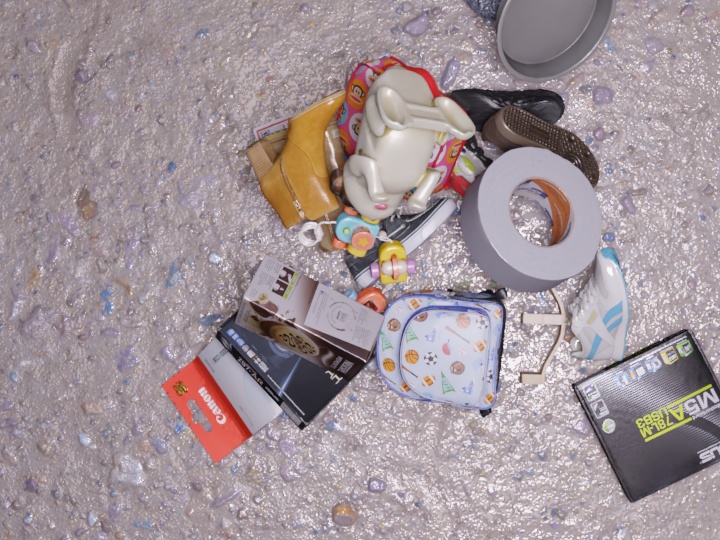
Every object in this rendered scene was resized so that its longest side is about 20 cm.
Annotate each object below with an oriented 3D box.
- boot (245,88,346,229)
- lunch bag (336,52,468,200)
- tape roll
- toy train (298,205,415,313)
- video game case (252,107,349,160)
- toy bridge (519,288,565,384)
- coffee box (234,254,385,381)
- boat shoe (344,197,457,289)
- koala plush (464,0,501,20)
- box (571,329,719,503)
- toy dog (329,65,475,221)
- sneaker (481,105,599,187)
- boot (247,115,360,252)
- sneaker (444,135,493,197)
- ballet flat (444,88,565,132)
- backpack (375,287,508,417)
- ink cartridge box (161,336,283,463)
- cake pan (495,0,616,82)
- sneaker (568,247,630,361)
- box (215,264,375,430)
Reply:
[{"bbox_3d":[-0.065,-0.157,1.250,0.200,0.071,0.145,-30,95,29],"label":"boot"},{"bbox_3d":[0.061,-0.220,1.259,0.200,0.081,0.177,42,134,22],"label":"lunch bag"},{"bbox_3d":[0.247,-0.073,1.236,0.197,0.066,0.203,5,72,-16],"label":"tape roll"},{"bbox_3d":[0.000,0.000,1.272,0.149,0.056,0.201,-30,118,7],"label":"toy train"},{"bbox_3d":[-0.060,-0.195,1.376,0.198,0.017,0.145,-20,86,6],"label":"video game case"},{"bbox_3d":[0.282,0.074,1.326,0.066,0.027,0.203,2,88,4],"label":"toy bridge"},{"bbox_3d":[-0.076,0.073,1.262,0.198,0.113,0.080,27,64,-3],"label":"coffee box"},{"bbox_3d":[0.058,-0.056,1.331,0.199,0.072,0.071,-39,86,5],"label":"boat shoe"},{"bbox_3d":[0.210,-0.478,1.263,0.175,0.200,0.186,-18,87,5],"label":"koala plush"},{"bbox_3d":[0.451,0.218,1.293,0.198,0.048,0.195,-26,84,6],"label":"box"},{"bbox_3d":[0.030,-0.160,1.167,0.195,0.138,0.201,59,138,34],"label":"toy dog"},{"bbox_3d":[0.276,-0.184,1.317,0.199,0.075,0.071,31,65,-16],"label":"sneaker"},{"bbox_3d":[-0.079,-0.124,1.325,0.173,0.066,0.203,-13,98,35],"label":"boot"},{"bbox_3d":[0.145,-0.164,1.324,0.077,0.085,0.201,-26,75,-35],"label":"sneaker"},{"bbox_3d":[0.219,-0.253,1.340,0.197,0.057,0.067,5,117,11],"label":"ballet flat"},{"bbox_3d":[0.117,0.117,1.287,0.188,0.154,0.203,6,91,15],"label":"backpack"},{"bbox_3d":[-0.204,0.188,1.367,0.199,0.047,0.161,-37,85,3],"label":"ink cartridge box"},{"bbox_3d":[0.285,-0.379,1.273,0.199,0.201,0.037,-32,45,4],"label":"cake pan"},{"bbox_3d":[0.347,0.056,1.254,0.080,0.077,0.202,-3,126,8],"label":"sneaker"},{"bbox_3d":[-0.100,0.118,1.325,0.200,0.044,0.160,46,65,6],"label":"box"}]
